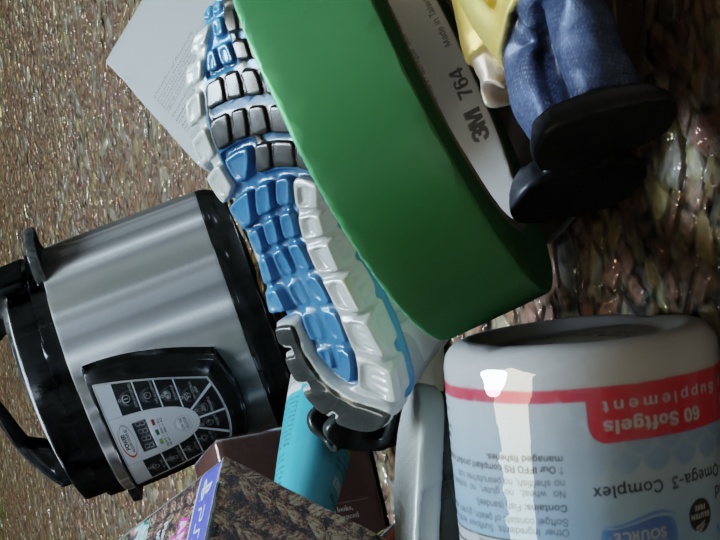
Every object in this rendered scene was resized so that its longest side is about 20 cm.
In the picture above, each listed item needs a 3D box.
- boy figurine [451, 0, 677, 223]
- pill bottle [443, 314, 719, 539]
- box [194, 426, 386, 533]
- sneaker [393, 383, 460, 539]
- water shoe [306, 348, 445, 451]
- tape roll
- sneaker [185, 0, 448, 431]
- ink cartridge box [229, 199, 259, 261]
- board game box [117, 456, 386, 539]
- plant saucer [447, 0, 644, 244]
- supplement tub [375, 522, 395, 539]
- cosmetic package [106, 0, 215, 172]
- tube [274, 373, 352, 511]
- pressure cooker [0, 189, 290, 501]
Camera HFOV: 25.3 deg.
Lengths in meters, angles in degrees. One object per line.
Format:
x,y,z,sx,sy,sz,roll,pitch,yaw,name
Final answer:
0.058,-0.124,0.622,0.125,0.064,0.202,107,146,-59,boy figurine
0.094,0.123,0.629,0.109,0.107,0.203,-176,79,-68,pill bottle
-0.032,0.201,0.994,0.075,0.099,0.202,136,124,-64,box
0.064,0.153,0.707,0.071,0.098,0.203,122,153,-69,sneaker
0.000,0.000,0.873,0.071,0.078,0.203,-177,80,-68,water shoe
0.012,-0.074,0.624,0.201,0.048,0.201,58,-165,-26,tape roll
-0.011,-0.037,0.708,0.074,0.086,0.202,-2,114,41,sneaker
-0.049,-0.114,0.993,0.109,0.050,0.202,-120,30,-53,ink cartridge box
-0.088,0.210,0.734,0.200,0.096,0.161,-39,31,41,board game box
0.073,-0.110,0.713,0.200,0.032,0.203,173,90,-69,plant saucer
0.024,0.190,0.837,0.200,0.106,0.108,133,127,-63,supplement tub
-0.047,-0.090,0.816,0.082,0.112,0.200,-58,27,5,cosmetic package
-0.031,0.122,0.917,0.078,0.050,0.202,77,-157,-61,tube
-0.154,0.057,1.077,0.179,0.198,0.178,86,164,-76,pressure cooker
